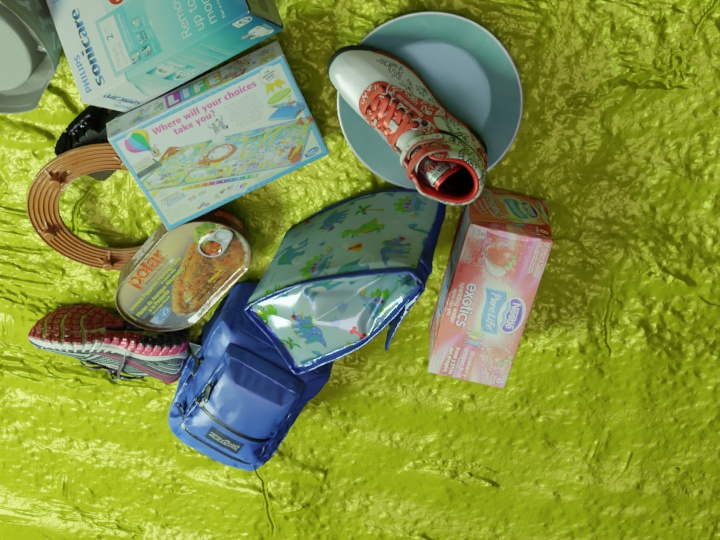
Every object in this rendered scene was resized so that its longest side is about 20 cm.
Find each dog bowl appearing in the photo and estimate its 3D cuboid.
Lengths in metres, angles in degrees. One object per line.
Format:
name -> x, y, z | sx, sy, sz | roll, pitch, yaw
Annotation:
dog bowl -> -0.397, -0.247, 1.014 | 0.198, 0.059, 0.201 | 10, 149, 6

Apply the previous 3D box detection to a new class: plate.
plate -> 0.074, -0.180, 1.066 | 0.198, 0.026, 0.202 | 2, 120, 4

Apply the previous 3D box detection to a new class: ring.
ring -> -0.277, -0.064, 1.134 | 0.198, 0.019, 0.201 | -5, 140, -4

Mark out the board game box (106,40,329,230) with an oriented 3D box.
board game box -> -0.148, -0.140, 1.060 | 0.199, 0.034, 0.135 | -25, 132, 2

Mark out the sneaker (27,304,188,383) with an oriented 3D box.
sneaker -> -0.315, 0.099, 1.240 | 0.198, 0.081, 0.075 | 10, 123, 0

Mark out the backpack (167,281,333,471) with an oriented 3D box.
backpack -> -0.146, 0.143, 1.200 | 0.162, 0.168, 0.200 | 33, 122, -5

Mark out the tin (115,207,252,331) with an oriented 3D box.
tin -> -0.209, -0.001, 1.172 | 0.111, 0.042, 0.200 | 24, 128, -34

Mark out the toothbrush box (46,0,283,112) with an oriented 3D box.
toothbrush box -> -0.197, -0.266, 0.978 | 0.199, 0.085, 0.148 | -22, 84, 20

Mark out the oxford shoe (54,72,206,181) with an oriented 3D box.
oxford shoe -> -0.236, -0.167, 1.092 | 0.199, 0.073, 0.084 | -30, 129, 24

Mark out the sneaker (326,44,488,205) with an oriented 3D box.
sneaker -> 0.049, -0.146, 1.011 | 0.201, 0.108, 0.067 | 36, 118, -14

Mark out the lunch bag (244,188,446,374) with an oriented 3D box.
lunch bag -> 0.000, 0.000, 1.083 | 0.199, 0.171, 0.128 | -26, 115, 29

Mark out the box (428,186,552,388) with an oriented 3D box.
box -> 0.143, 0.018, 1.129 | 0.094, 0.103, 0.202 | 12, 120, -1
